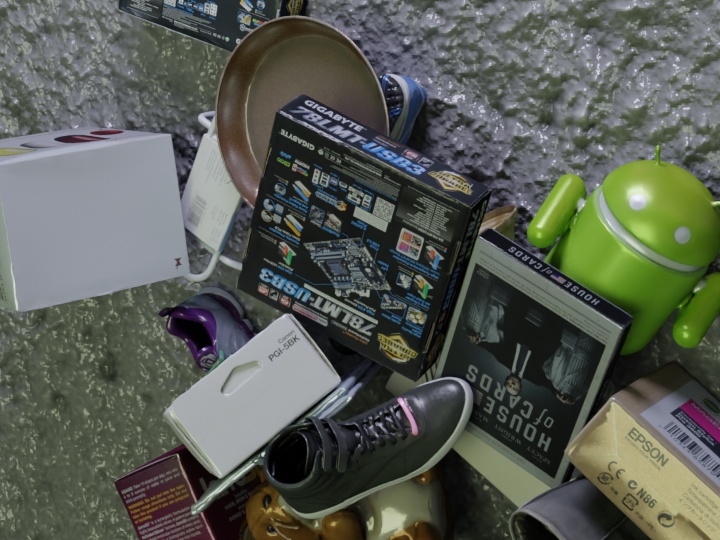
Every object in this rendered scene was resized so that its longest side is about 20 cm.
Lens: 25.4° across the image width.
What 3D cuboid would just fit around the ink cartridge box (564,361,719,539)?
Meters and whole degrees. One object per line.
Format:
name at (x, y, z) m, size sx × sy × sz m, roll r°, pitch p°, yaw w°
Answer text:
ink cartridge box at (0.290, 0.180, 1.344) m, size 0.200 × 0.165 × 0.075 m, roll 43°, pitch 116°, yaw 16°

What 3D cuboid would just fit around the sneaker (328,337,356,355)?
sneaker at (0.000, 0.000, 1.530) m, size 0.066 × 0.090 × 0.200 m, roll 35°, pitch 119°, yaw 21°

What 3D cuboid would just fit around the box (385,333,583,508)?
box at (0.126, 0.140, 1.493) m, size 0.200 × 0.082 × 0.068 m, roll 40°, pitch 119°, yaw 16°

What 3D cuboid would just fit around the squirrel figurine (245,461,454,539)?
squirrel figurine at (-0.010, 0.236, 1.535) m, size 0.186 × 0.200 × 0.142 m, roll -7°, pitch 76°, yaw 10°

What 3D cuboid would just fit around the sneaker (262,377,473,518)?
sneaker at (0.003, 0.149, 1.394) m, size 0.200 × 0.099 × 0.071 m, roll -32°, pitch 61°, yaw 11°

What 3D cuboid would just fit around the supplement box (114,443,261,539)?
supplement box at (-0.149, 0.277, 1.679) m, size 0.103 × 0.131 × 0.200 m, roll -25°, pitch 89°, yaw 34°

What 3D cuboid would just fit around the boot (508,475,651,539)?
boot at (0.236, 0.240, 1.374) m, size 0.182 × 0.200 × 0.073 m, roll 44°, pitch 120°, yaw 13°

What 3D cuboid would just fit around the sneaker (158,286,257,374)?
sneaker at (-0.125, 0.106, 1.642) m, size 0.200 × 0.087 × 0.074 m, roll 44°, pitch 122°, yaw 16°

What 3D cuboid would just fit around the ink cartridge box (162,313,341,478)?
ink cartridge box at (-0.107, 0.121, 1.510) m, size 0.147 × 0.200 × 0.083 m, roll -38°, pitch 90°, yaw -9°

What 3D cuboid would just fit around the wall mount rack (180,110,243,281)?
wall mount rack at (-0.107, -0.067, 1.598) m, size 0.174 × 0.075 × 0.200 m, roll 37°, pitch 120°, yaw 24°

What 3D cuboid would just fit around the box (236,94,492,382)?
box at (-0.002, -0.027, 1.418) m, size 0.200 × 0.050 × 0.199 m, roll 27°, pitch 128°, yaw 17°

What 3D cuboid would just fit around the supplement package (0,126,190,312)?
supplement package at (-0.307, -0.059, 1.616) m, size 0.200 × 0.191 × 0.147 m, roll 11°, pitch 111°, yaw 56°

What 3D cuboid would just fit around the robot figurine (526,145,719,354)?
robot figurine at (0.229, -0.009, 1.363) m, size 0.175 × 0.116 × 0.200 m, roll 36°, pitch 121°, yaw 3°

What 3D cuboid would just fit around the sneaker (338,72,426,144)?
sneaker at (-0.002, -0.102, 1.511) m, size 0.076 × 0.077 × 0.200 m, roll 48°, pitch 122°, yaw 15°

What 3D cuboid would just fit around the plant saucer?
plant saucer at (-0.049, -0.134, 1.470) m, size 0.200 × 0.032 × 0.201 m, roll 8°, pitch 104°, yaw 35°

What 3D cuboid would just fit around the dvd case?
dvd case at (0.141, 0.080, 1.377) m, size 0.150 × 0.025 × 0.200 m, roll 33°, pitch 132°, yaw 22°

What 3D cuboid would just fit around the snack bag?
snack bag at (-0.068, 0.158, 1.525) m, size 0.200 × 0.189 × 0.021 m, roll -39°, pitch 90°, yaw 11°

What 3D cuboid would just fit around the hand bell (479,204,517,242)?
hand bell at (0.146, 0.051, 1.467) m, size 0.104 × 0.104 × 0.200 m, roll -24°, pitch 101°, yaw 35°

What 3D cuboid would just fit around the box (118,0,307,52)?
box at (-0.141, -0.306, 1.567) m, size 0.200 × 0.046 × 0.159 m, roll 23°, pitch 114°, yaw 27°
